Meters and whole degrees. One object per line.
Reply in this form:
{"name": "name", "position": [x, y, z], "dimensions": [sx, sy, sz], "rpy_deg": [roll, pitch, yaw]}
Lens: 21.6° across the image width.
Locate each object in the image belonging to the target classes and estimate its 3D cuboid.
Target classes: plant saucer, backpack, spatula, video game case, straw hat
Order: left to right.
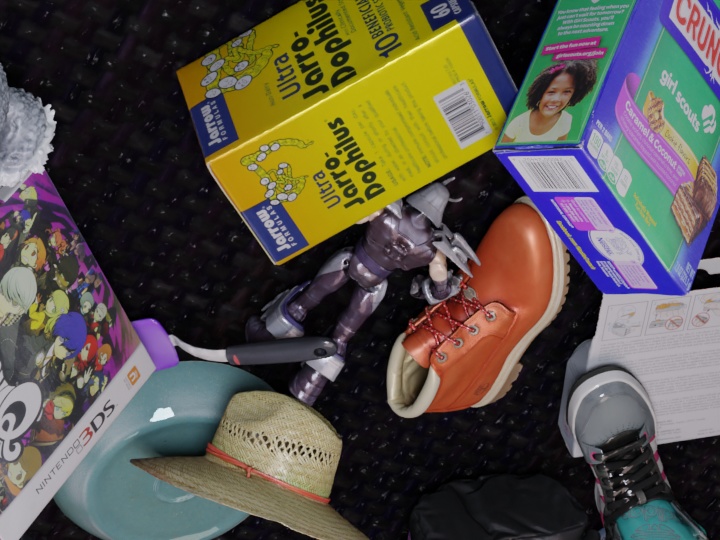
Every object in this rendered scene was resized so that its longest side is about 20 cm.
{"name": "video game case", "position": [-0.238, 0.057, 1.277], "dimensions": [0.182, 0.036, 0.201], "rpy_deg": [-53, 135, -34]}
{"name": "plant saucer", "position": [-0.146, 0.158, 1.485], "dimensions": [0.198, 0.036, 0.201], "rpy_deg": [-10, 131, -11]}
{"name": "spatula", "position": [-0.108, 0.058, 1.374], "dimensions": [0.198, 0.021, 0.057], "rpy_deg": [0, 137, 24]}
{"name": "straw hat", "position": [-0.062, 0.134, 1.387], "dimensions": [0.200, 0.201, 0.086], "rpy_deg": [21, 87, -32]}
{"name": "backpack", "position": [0.108, 0.270, 1.608], "dimensions": [0.165, 0.127, 0.201], "rpy_deg": [-3, 129, -11]}

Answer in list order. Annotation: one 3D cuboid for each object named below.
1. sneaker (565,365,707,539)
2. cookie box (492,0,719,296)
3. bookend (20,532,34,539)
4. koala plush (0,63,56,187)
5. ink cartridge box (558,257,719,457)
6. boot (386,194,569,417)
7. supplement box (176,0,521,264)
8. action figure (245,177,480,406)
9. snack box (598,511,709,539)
{"name": "sneaker", "position": [0.221, 0.180, 1.512], "dimensions": [0.083, 0.121, 0.201], "rpy_deg": [-22, 132, 0]}
{"name": "cookie box", "position": [0.187, -0.112, 1.265], "dimensions": [0.075, 0.201, 0.171], "rpy_deg": [2, 148, 39]}
{"name": "bookend", "position": [-0.327, 0.276, 1.483], "dimensions": [0.199, 0.092, 0.199], "rpy_deg": [-31, 132, 7]}
{"name": "koala plush", "position": [-0.296, -0.074, 1.158], "dimensions": [0.199, 0.184, 0.178], "rpy_deg": [-37, 133, -2]}
{"name": "ink cartridge box", "position": [0.252, 0.058, 1.533], "dimensions": [0.161, 0.057, 0.201], "rpy_deg": [-7, 126, -14]}
{"name": "boot", "position": [0.085, 0.033, 1.413], "dimensions": [0.107, 0.075, 0.201], "rpy_deg": [-11, 135, -39]}
{"name": "supplement box", "position": [-0.005, -0.115, 1.251], "dimensions": [0.199, 0.109, 0.110], "rpy_deg": [-29, 133, 6]}
{"name": "action figure", "position": [0.000, 0.000, 1.364], "dimensions": [0.130, 0.069, 0.200], "rpy_deg": [41, 112, -7]}
{"name": "snack box", "position": [0.263, 0.312, 1.737], "dimensions": [0.168, 0.068, 0.200], "rpy_deg": [-33, 133, 10]}
